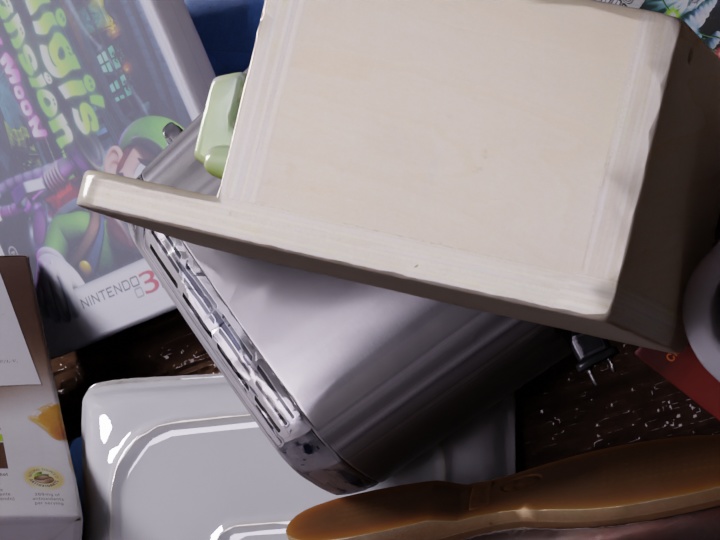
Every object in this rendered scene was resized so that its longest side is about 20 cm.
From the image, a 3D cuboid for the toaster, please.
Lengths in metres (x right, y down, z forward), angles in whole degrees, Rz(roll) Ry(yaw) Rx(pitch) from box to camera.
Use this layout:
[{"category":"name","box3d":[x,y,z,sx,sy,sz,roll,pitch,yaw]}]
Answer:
[{"category":"toaster","box3d":[0.000,0.000,1.107,0.129,0.114,0.200,-38,71,5]}]

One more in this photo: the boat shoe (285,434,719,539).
[{"category":"boat shoe","box3d":[0.073,0.112,1.075,0.200,0.070,0.070,-11,103,18]}]

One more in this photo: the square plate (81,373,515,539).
[{"category":"square plate","box3d":[-0.031,0.133,1.151,0.198,0.028,0.200,-7,73,19]}]

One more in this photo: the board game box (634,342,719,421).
[{"category":"board game box","box3d":[0.195,-0.011,0.986,0.103,0.019,0.200,38,119,6]}]

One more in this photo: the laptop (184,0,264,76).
[{"category":"laptop","box3d":[-0.087,-0.119,1.230,0.187,0.200,0.116,7,51,42]}]

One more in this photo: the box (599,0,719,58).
[{"category":"box","box3d":[0.151,-0.117,1.016,0.200,0.040,0.137,49,120,11]}]

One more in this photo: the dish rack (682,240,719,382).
[{"category":"dish rack","box3d":[0.227,0.002,0.942,0.172,0.044,0.200,42,119,2]}]

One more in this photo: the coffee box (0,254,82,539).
[{"category":"coffee box","box3d":[-0.179,0.092,1.252,0.200,0.080,0.114,-111,24,-52]}]

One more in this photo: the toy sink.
[{"category":"toy sink","box3d":[0.021,-0.050,0.979,0.200,0.130,0.112,12,87,20]}]

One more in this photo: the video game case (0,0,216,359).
[{"category":"video game case","box3d":[-0.130,-0.071,1.272,0.182,0.023,0.200,-21,92,47]}]

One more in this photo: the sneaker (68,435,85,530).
[{"category":"sneaker","box3d":[-0.057,0.122,1.223,0.200,0.066,0.078,43,108,35]}]
